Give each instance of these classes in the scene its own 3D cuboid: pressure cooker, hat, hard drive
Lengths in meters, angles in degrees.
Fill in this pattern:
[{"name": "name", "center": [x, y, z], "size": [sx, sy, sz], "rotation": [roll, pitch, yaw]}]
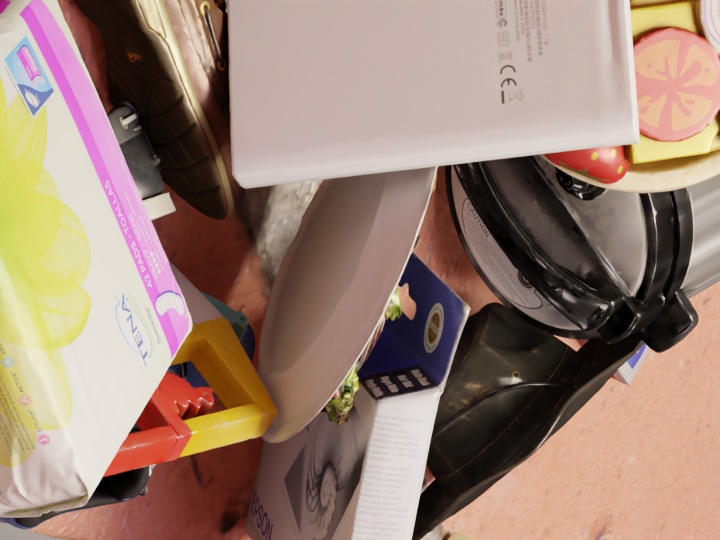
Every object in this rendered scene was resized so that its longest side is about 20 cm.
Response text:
[{"name": "pressure cooker", "center": [0.146, -0.058, 1.567], "size": [0.199, 0.175, 0.180], "rotation": [-27, 124, -40]}, {"name": "hat", "center": [0.076, 0.072, 1.610], "size": [0.081, 0.201, 0.200], "rotation": [48, 62, -1]}, {"name": "hard drive", "center": [0.033, -0.116, 1.314], "size": [0.026, 0.198, 0.133], "rotation": [51, 35, -69]}]

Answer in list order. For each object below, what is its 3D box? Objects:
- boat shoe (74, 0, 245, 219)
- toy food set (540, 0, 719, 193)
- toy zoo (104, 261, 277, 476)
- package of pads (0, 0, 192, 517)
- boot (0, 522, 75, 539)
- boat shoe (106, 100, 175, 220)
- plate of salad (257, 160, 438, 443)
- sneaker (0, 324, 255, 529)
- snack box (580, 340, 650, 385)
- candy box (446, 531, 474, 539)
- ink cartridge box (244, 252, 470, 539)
[{"name": "boat shoe", "center": [-0.090, -0.114, 1.346], "size": [0.068, 0.072, 0.201], "rotation": [-42, 132, -26]}, {"name": "toy food set", "center": [0.159, -0.142, 1.432], "size": [0.196, 0.049, 0.202], "rotation": [-9, 99, -8]}, {"name": "toy zoo", "center": [-0.128, 0.042, 1.333], "size": [0.199, 0.131, 0.021], "rotation": [-11, 144, -46]}, {"name": "package of pads", "center": [-0.155, -0.009, 1.184], "size": [0.201, 0.068, 0.155], "rotation": [67, 27, -24]}, {"name": "boot", "center": [-0.165, 0.198, 1.422], "size": [0.200, 0.073, 0.096], "rotation": [28, 98, -49]}, {"name": "boat shoe", "center": [-0.182, -0.037, 1.292], "size": [0.199, 0.072, 0.068], "rotation": [-16, 94, -41]}, {"name": "plate of salad", "center": [0.000, 0.000, 1.384], "size": [0.048, 0.200, 0.201], "rotation": [25, 87, -17]}, {"name": "sneaker", "center": [-0.124, 0.082, 1.385], "size": [0.200, 0.089, 0.079], "rotation": [-32, 131, -36]}, {"name": "snack box", "center": [0.209, -0.025, 1.776], "size": [0.201, 0.024, 0.072], "rotation": [-57, 142, -14]}, {"name": "candy box", "center": [0.068, 0.281, 1.730], "size": [0.115, 0.055, 0.201], "rotation": [-44, 135, -27]}, {"name": "ink cartridge box", "center": [-0.008, 0.084, 1.448], "size": [0.040, 0.200, 0.201], "rotation": [9, 102, -17]}]
